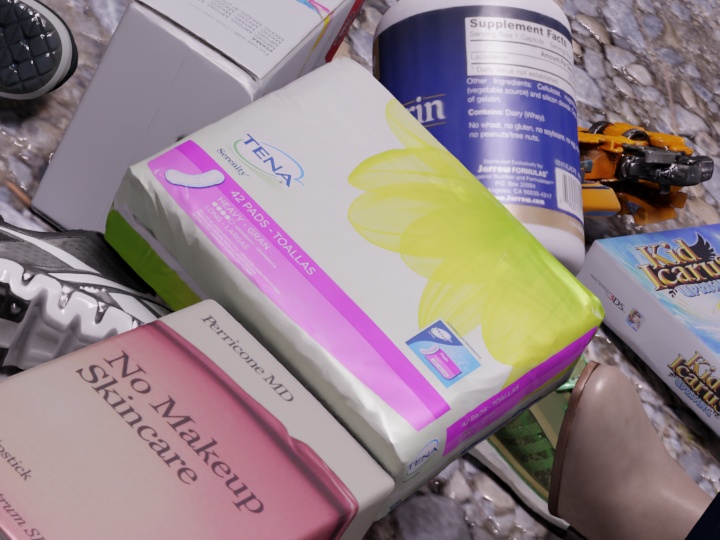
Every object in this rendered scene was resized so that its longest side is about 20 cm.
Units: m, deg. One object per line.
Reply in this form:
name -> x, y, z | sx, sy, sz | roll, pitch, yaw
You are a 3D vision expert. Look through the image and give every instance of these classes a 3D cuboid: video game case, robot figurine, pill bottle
video game case -> 0.260, 0.042, 1.315 | 0.199, 0.046, 0.181 | -8, 43, -45
robot figurine -> 0.128, -0.066, 1.305 | 0.199, 0.059, 0.145 | 0, 14, -40
pill bottle -> 0.064, -0.091, 1.146 | 0.115, 0.115, 0.202 | 10, 69, -33

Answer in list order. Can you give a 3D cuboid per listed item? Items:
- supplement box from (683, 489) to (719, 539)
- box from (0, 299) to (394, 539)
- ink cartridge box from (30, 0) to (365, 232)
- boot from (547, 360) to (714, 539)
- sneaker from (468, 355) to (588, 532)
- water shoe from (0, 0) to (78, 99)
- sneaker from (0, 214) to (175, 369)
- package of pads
supplement box -> 0.219, 0.205, 0.908 | 0.199, 0.201, 0.134 | 30, 38, 3
box -> -0.102, 0.111, 0.848 | 0.128, 0.109, 0.200 | 43, 33, 16
ink cartridge box -> -0.081, -0.103, 1.122 | 0.083, 0.146, 0.200 | 34, 31, 2
boot -> 0.169, 0.134, 1.009 | 0.146, 0.201, 0.070 | 27, 63, 23
sneaker -> 0.105, 0.074, 1.110 | 0.199, 0.089, 0.077 | 32, 32, -4
water shoe -> -0.248, -0.153, 1.130 | 0.199, 0.072, 0.079 | 33, 4, 0
sneaker -> -0.119, 0.025, 0.990 | 0.199, 0.067, 0.091 | 24, 35, -12
package of pads -> 0.000, 0.000, 0.969 | 0.154, 0.068, 0.200 | -31, 67, -36
